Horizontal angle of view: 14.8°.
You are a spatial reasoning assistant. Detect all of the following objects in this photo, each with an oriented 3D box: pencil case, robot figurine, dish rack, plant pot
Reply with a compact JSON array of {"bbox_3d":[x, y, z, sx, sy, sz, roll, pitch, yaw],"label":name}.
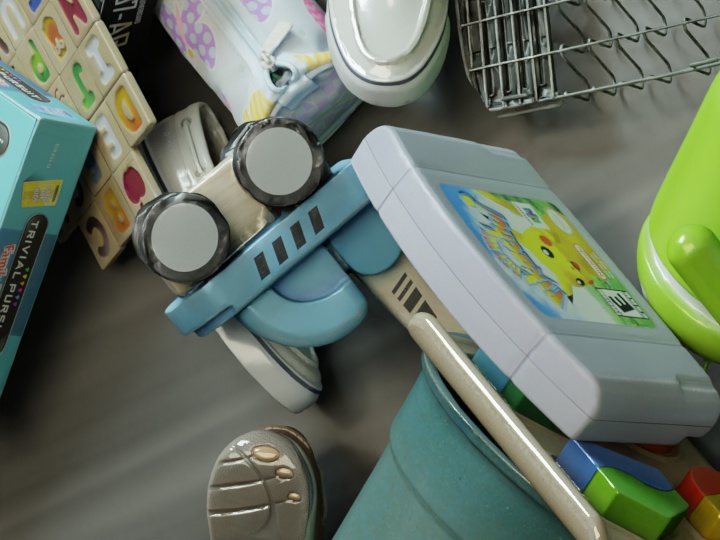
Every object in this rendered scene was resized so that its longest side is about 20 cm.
[{"bbox_3d":[-0.079,-0.155,1.601,0.083,0.091,0.200,-47,64,18],"label":"pencil case"},{"bbox_3d":[0.211,-0.033,1.403,0.115,0.176,0.201,23,130,1],"label":"robot figurine"},{"bbox_3d":[0.148,-0.162,1.520,0.199,0.054,0.155,-10,75,25],"label":"dish rack"},{"bbox_3d":[0.061,0.171,1.431,0.200,0.200,0.197,42,107,25],"label":"plant pot"}]

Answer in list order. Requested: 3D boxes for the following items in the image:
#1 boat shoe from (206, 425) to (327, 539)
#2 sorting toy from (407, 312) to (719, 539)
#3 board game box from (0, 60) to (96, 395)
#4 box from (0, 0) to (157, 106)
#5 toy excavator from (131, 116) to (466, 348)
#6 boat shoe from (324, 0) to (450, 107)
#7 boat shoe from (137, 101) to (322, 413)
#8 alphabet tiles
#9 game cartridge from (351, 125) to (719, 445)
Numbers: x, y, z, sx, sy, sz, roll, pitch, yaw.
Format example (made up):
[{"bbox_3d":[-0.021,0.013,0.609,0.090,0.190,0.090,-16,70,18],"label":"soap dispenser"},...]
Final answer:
[{"bbox_3d":[-0.052,0.180,1.539,0.075,0.072,0.201,14,105,11],"label":"boat shoe"},{"bbox_3d":[0.134,0.094,1.373,0.037,0.199,0.185,-54,46,15],"label":"sorting toy"},{"bbox_3d":[-0.245,-0.024,1.634,0.151,0.047,0.201,34,108,41],"label":"board game box"},{"bbox_3d":[-0.182,-0.188,1.613,0.160,0.043,0.201,51,145,24],"label":"box"},{"bbox_3d":[0.000,0.000,1.496,0.194,0.100,0.200,-39,97,-6],"label":"toy excavator"},{"bbox_3d":[0.020,-0.188,1.542,0.071,0.066,0.201,6,61,7],"label":"boat shoe"},{"bbox_3d":[-0.057,-0.017,1.582,0.086,0.075,0.203,-37,58,10],"label":"boat shoe"},{"bbox_3d":[-0.178,-0.106,1.612,0.201,0.006,0.166,61,147,10],"label":"alphabet tiles"},{"bbox_3d":[0.084,0.005,1.383,0.200,0.133,0.041,52,119,29],"label":"game cartridge"}]
